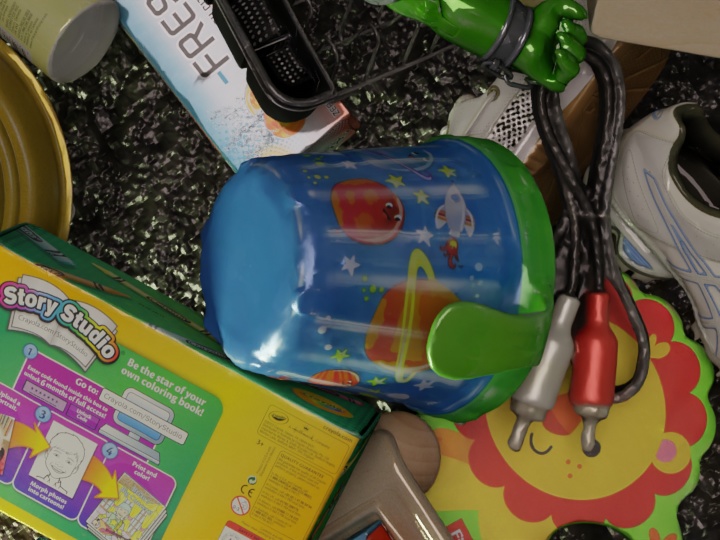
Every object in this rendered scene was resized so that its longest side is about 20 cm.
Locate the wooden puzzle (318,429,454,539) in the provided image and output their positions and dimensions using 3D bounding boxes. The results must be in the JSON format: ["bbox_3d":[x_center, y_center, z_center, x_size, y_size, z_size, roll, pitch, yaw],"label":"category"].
[{"bbox_3d":[0.000,0.204,1.039,0.185,0.037,0.201,-36,82,37],"label":"wooden puzzle"}]

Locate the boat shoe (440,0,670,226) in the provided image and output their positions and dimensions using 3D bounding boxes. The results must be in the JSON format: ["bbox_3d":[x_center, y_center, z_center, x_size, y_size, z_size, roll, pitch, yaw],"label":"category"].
[{"bbox_3d":[0.074,-0.063,1.074,0.200,0.071,0.069,-51,59,10],"label":"boat shoe"}]

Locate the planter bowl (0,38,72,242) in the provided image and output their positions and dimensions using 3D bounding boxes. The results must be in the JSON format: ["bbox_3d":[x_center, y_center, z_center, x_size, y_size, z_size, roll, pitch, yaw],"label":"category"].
[{"bbox_3d":[-0.245,-0.036,1.017,0.199,0.083,0.202,0,94,0],"label":"planter bowl"}]

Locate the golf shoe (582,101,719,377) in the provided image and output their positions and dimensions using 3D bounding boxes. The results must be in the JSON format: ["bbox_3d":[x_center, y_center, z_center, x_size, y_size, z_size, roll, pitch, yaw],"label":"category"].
[{"bbox_3d":[0.200,0.000,1.032,0.200,0.097,0.078,41,59,3],"label":"golf shoe"}]

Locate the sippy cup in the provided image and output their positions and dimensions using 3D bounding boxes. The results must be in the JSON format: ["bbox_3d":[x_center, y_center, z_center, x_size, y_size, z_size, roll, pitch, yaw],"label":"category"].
[{"bbox_3d":[0.000,0.000,0.972,0.130,0.177,0.141,4,71,-34],"label":"sippy cup"}]

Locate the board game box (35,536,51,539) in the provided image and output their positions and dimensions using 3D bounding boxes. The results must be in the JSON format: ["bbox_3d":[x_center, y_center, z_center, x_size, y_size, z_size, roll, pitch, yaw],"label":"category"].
[{"bbox_3d":[-0.095,0.254,1.048,0.199,0.062,0.201,20,106,8],"label":"board game box"}]

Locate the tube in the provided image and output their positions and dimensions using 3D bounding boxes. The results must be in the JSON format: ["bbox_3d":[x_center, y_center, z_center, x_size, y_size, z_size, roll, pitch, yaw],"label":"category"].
[{"bbox_3d":[-0.208,-0.174,1.073,0.200,0.052,0.058,38,107,19],"label":"tube"}]

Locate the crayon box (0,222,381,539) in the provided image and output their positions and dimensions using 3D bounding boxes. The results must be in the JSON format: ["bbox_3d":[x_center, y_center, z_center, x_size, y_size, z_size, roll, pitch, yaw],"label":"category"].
[{"bbox_3d":[-0.106,0.077,0.994,0.199,0.058,0.119,28,103,4],"label":"crayon box"}]

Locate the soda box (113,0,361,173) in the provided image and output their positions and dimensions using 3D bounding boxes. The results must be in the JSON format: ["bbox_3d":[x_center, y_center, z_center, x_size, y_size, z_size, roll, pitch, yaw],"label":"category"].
[{"bbox_3d":[-0.086,-0.134,1.086,0.068,0.064,0.200,-38,85,3],"label":"soda box"}]

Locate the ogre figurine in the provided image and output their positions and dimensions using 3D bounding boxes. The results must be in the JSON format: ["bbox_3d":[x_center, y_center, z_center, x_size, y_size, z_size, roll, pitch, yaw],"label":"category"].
[{"bbox_3d":[0.040,-0.184,0.986,0.119,0.098,0.202,8,79,-26],"label":"ogre figurine"}]

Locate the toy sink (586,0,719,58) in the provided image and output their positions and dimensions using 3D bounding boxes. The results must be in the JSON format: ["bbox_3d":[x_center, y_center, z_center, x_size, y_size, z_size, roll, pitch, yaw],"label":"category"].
[{"bbox_3d":[0.181,-0.185,1.024,0.129,0.200,0.113,9,119,-2],"label":"toy sink"}]

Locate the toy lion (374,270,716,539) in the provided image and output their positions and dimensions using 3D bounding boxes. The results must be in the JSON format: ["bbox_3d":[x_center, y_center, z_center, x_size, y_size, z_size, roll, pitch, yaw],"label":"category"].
[{"bbox_3d":[0.102,0.105,1.069,0.191,0.069,0.201,-27,87,-4],"label":"toy lion"}]

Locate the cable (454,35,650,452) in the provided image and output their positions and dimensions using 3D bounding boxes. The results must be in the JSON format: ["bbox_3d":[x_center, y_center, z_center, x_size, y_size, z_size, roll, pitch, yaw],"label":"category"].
[{"bbox_3d":[0.110,-0.009,1.012,0.096,0.050,0.202,11,101,-8],"label":"cable"}]

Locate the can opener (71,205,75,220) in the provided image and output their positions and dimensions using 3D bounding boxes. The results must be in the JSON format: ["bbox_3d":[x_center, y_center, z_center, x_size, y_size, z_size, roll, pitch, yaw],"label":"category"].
[{"bbox_3d":[-0.212,0.036,1.090,0.053,0.067,0.201,24,84,6],"label":"can opener"}]

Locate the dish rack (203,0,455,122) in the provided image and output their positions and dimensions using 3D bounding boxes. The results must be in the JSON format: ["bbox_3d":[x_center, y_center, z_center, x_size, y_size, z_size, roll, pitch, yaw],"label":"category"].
[{"bbox_3d":[0.006,-0.169,1.049,0.199,0.055,0.154,-24,81,-21],"label":"dish rack"}]
